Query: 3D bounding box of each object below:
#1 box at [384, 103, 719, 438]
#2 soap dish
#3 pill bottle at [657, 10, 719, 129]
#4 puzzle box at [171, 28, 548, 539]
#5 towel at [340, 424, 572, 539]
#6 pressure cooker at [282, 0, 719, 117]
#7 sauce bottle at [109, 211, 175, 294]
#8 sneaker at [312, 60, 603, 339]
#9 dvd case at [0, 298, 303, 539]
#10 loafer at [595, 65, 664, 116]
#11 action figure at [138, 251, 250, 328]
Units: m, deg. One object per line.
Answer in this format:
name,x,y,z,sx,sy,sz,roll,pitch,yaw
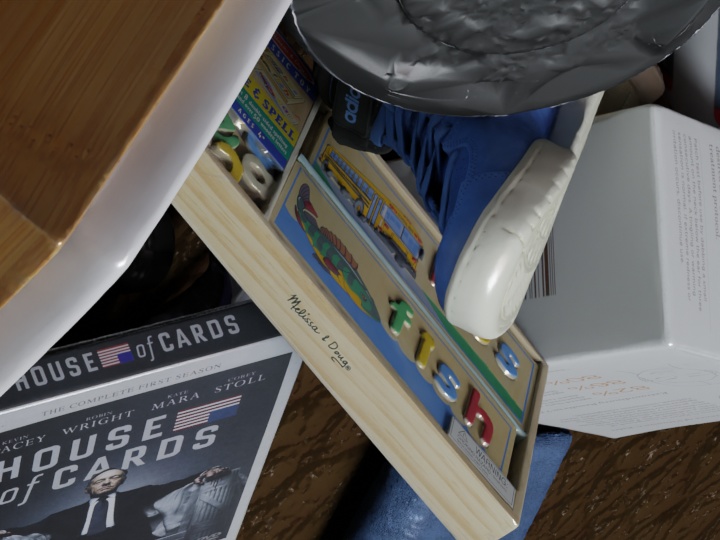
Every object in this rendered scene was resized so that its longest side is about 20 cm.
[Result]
box,0.123,0.007,1.150,0.200,0.152,0.107,14,70,-52
soap dish,-0.112,-0.037,0.818,0.200,0.081,0.157,-37,-160,53
pill bottle,0.189,-0.159,1.109,0.119,0.120,0.200,-31,142,-21
puzzle box,0.000,0.000,0.976,0.025,0.133,0.200,-33,107,22
towel,0.025,0.153,1.301,0.112,0.049,0.200,0,124,-46
pressure cooker,0.040,-0.175,0.884,0.178,0.200,0.176,3,143,-19
sauce bottle,-0.156,-0.009,0.943,0.200,0.065,0.065,2,123,-46
sneaker,0.026,-0.050,0.948,0.200,0.111,0.077,-64,174,-56
dvd case,-0.107,0.084,1.018,0.150,0.025,0.200,-15,153,-22
loafer,0.072,-0.100,1.083,0.068,0.076,0.200,-53,145,-2
action figure,-0.084,0.042,1.063,0.200,0.069,0.130,-47,157,10
